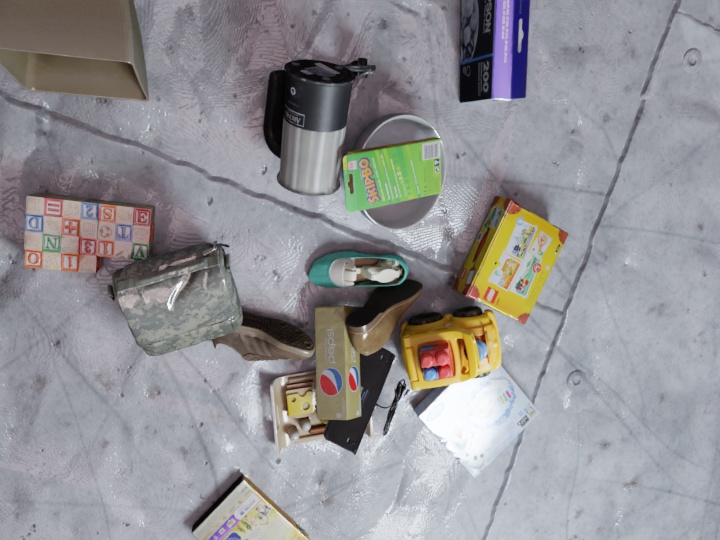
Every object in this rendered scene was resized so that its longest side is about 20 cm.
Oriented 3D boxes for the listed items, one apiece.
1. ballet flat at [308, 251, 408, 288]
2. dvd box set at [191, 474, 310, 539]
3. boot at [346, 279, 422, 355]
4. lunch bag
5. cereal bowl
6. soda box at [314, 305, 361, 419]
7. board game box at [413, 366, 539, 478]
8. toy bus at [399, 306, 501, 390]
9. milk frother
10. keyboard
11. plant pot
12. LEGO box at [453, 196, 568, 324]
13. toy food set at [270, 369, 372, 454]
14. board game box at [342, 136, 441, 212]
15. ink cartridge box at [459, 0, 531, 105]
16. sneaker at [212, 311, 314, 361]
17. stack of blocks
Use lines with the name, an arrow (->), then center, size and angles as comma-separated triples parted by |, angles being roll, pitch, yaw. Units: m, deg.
ballet flat -> 0.000, 0.000, 1.157 | 0.193, 0.070, 0.070 | -3, 100, -13
dvd box set -> -0.217, 0.526, 1.227 | 0.146, 0.029, 0.200 | -44, 106, -3
boot -> 0.049, 0.084, 1.164 | 0.198, 0.072, 0.077 | -35, 126, -37
lunch bag -> -0.299, 0.036, 1.024 | 0.194, 0.169, 0.143 | -15, 69, -9
cereal bowl -> 0.057, -0.182, 1.116 | 0.195, 0.083, 0.207 | -11, 111, -28
soda box -> -0.042, 0.169, 1.140 | 0.066, 0.064, 0.207 | -5, 83, 26
board game box -> 0.244, 0.293, 1.286 | 0.200, 0.043, 0.200 | -43, 107, -2
toy bus -> 0.170, 0.153, 1.148 | 0.193, 0.192, 0.140 | -10, 92, 7
milk frother -> -0.055, -0.258, 1.054 | 0.195, 0.181, 0.193 | -10, 128, -29
keyboard -> 0.019, 0.250, 1.173 | 0.124, 0.021, 0.205 | 23, 87, 10
plant pot -> -0.427, -0.380, 0.927 | 0.193, 0.200, 0.184 | 2, 88, -13
LEGO box -> 0.297, -0.019, 1.220 | 0.146, 0.077, 0.204 | 25, 95, -16
toy food set -> -0.075, 0.272, 1.197 | 0.193, 0.060, 0.148 | -7, 103, -12
board game box -> 0.054, -0.166, 1.055 | 0.195, 0.030, 0.099 | -16, 114, -28
ink cartridge box -> 0.228, -0.397, 1.066 | 0.042, 0.200, 0.205 | -4, 102, -15
sneaker -> -0.181, 0.133, 1.138 | 0.194, 0.071, 0.077 | 20, 117, 1
stack of blocks -> -0.455, -0.059, 1.041 | 0.193, 0.059, 0.119 | 5, 100, -14
